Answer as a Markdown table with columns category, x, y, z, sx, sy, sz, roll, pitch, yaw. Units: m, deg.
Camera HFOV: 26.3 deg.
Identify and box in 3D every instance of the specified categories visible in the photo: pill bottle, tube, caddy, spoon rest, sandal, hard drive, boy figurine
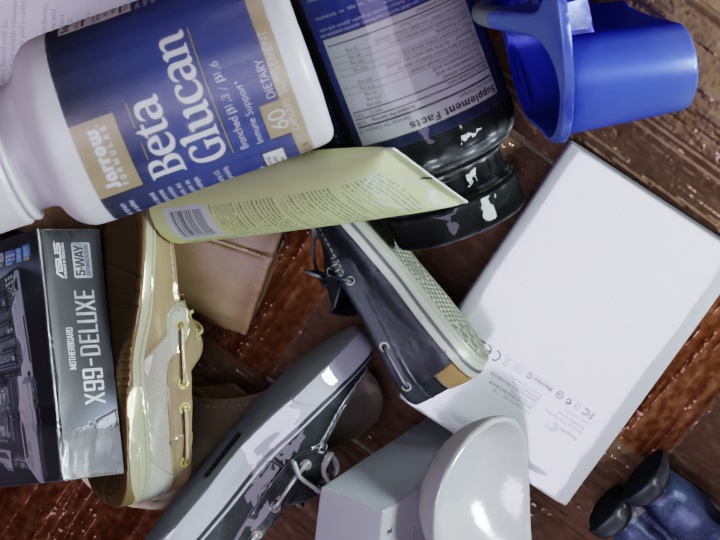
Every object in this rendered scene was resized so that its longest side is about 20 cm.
| category | x | y | z | sx | sy | sz | roll | pitch | yaw |
| --- | --- | --- | --- | --- | --- | --- | --- | --- | --- |
| pill bottle | 0.027 | -0.119 | 0.935 | 0.112 | 0.112 | 0.200 | -17 | 105 | 18 |
| tube | -0.038 | -0.048 | 0.916 | 0.200 | 0.058 | 0.052 | -4 | 109 | 38 |
| caddy | 0.115 | -0.150 | 0.866 | 0.105 | 0.200 | 0.141 | -8 | 105 | -1 |
| spoon rest | 0.080 | 0.175 | 0.991 | 0.061 | 0.099 | 0.200 | 24 | 141 | 31 |
| sandal | -0.089 | 0.112 | 1.071 | 0.212 | 0.070 | 0.078 | -15 | 91 | -5 |
| pill bottle | -0.124 | -0.091 | 0.857 | 0.200 | 0.111 | 0.111 | -20 | 104 | 0 |
| hard drive | 0.134 | 0.035 | 0.993 | 0.132 | 0.026 | 0.200 | 33 | 103 | 0 |
| boy figurine | 0.241 | 0.217 | 1.029 | 0.124 | 0.064 | 0.200 | -43 | 92 | 20 |

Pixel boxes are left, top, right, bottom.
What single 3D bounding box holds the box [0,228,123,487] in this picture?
| category | x | y | z | sx | sy | sz | roll | pitch | yaw |
| --- | --- | --- | --- | --- | --- | --- | --- | --- | --- |
| box | -0.239 | 0.065 | 1.022 | 0.200 | 0.050 | 0.158 | -12 | 82 | 45 |

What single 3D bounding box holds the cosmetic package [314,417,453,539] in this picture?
| category | x | y | z | sx | sy | sz | roll | pitch | yaw |
| --- | --- | --- | --- | --- | --- | --- | --- | --- | --- |
| cosmetic package | 0.021 | 0.212 | 1.028 | 0.052 | 0.151 | 0.200 | 17 | 112 | 25 |

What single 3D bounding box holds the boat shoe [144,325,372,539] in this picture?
| category | x | y | z | sx | sy | sz | roll | pitch | yaw |
| --- | --- | --- | --- | --- | --- | --- | --- | --- | --- |
| boat shoe | -0.051 | 0.127 | 1.003 | 0.068 | 0.074 | 0.199 | 43 | 79 | -13 |

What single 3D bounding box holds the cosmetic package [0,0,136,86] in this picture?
| category | x | y | z | sx | sy | sz | roll | pitch | yaw |
| --- | --- | --- | --- | --- | --- | --- | --- | --- | --- |
| cosmetic package | -0.194 | -0.123 | 0.940 | 0.200 | 0.071 | 0.101 | 5 | 100 | -5 |

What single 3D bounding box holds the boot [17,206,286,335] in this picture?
| category | x | y | z | sx | sy | sz | roll | pitch | yaw |
| --- | --- | --- | --- | --- | --- | --- | --- | --- | --- |
| boot | -0.139 | -0.070 | 1.022 | 0.200 | 0.066 | 0.175 | 21 | 115 | 2 |

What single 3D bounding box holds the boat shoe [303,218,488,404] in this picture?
| category | x | y | z | sx | sy | sz | roll | pitch | yaw |
| --- | --- | --- | --- | --- | --- | --- | --- | --- | --- |
| boat shoe | 0.000 | 0.000 | 0.979 | 0.062 | 0.075 | 0.200 | -41 | 74 | 15 |

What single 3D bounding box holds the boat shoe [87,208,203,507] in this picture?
| category | x | y | z | sx | sy | sz | roll | pitch | yaw |
| --- | --- | --- | --- | --- | --- | --- | --- | --- | --- |
| boat shoe | -0.139 | 0.051 | 1.001 | 0.074 | 0.066 | 0.200 | 12 | 100 | 47 |
